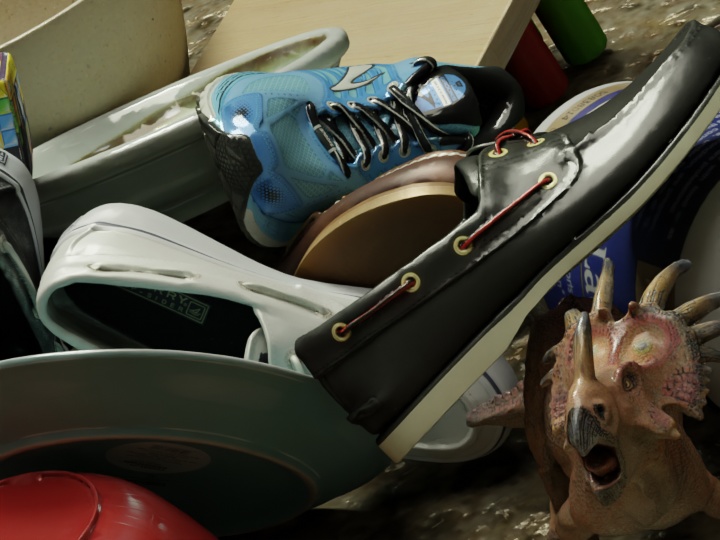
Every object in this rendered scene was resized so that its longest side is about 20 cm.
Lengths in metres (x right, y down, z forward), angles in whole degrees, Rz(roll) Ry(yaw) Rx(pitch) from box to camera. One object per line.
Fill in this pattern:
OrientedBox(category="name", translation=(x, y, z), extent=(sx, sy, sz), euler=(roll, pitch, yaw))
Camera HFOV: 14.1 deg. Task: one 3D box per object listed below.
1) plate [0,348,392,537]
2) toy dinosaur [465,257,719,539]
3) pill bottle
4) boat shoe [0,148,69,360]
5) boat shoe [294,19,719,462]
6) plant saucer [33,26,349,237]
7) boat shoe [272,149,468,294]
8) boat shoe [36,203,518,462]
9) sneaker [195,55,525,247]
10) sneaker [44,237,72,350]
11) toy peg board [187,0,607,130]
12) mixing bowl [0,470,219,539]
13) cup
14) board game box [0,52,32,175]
OrientedBox(category="plate", translation=(-0.084, 0.076, 1.142), extent=(0.199, 0.200, 0.026), euler=(-10, 66, 28))
OrientedBox(category="toy dinosaur", translation=(0.090, 0.046, 1.055), extent=(0.086, 0.136, 0.200), euler=(-28, 23, -10))
OrientedBox(category="pill bottle", translation=(0.149, -0.004, 1.129), extent=(0.115, 0.116, 0.200), euler=(-32, 24, -18))
OrientedBox(category="boat shoe", translation=(-0.147, 0.046, 1.210), extent=(0.073, 0.200, 0.068), euler=(-2, 36, 0))
OrientedBox(category="boat shoe", translation=(0.061, -0.022, 1.064), extent=(0.201, 0.063, 0.074), euler=(-45, -2, -3))
OrientedBox(category="plant saucer", translation=(-0.089, -0.054, 1.383), extent=(0.199, 0.050, 0.200), euler=(-24, 9, 4))
OrientedBox(category="boat shoe", translation=(0.000, 0.000, 1.222), extent=(0.200, 0.070, 0.071), euler=(-40, 24, 46))
OrientedBox(category="boat shoe", translation=(-0.034, 0.034, 1.161), extent=(0.199, 0.072, 0.066), euler=(25, 30, 0))
OrientedBox(category="sneaker", translation=(0.004, -0.067, 1.265), extent=(0.090, 0.079, 0.200), euler=(-25, -4, 32))
OrientedBox(category="sneaker", translation=(-0.190, 0.061, 1.364), extent=(0.199, 0.077, 0.114), euler=(-35, 28, -18))
OrientedBox(category="toy peg board", translation=(0.022, -0.097, 1.506), extent=(0.199, 0.098, 0.200), euler=(-4, 46, 39))
OrientedBox(category="mixing bowl", translation=(-0.119, 0.146, 1.076), extent=(0.199, 0.109, 0.200), euler=(-20, 25, 9))
OrientedBox(category="cup", translation=(-0.170, -0.084, 1.557), extent=(0.199, 0.144, 0.201), euler=(-21, 23, 9))
OrientedBox(category="board game box", translation=(-0.230, -0.049, 1.296), extent=(0.164, 0.057, 0.200), euler=(-12, 9, -4))
